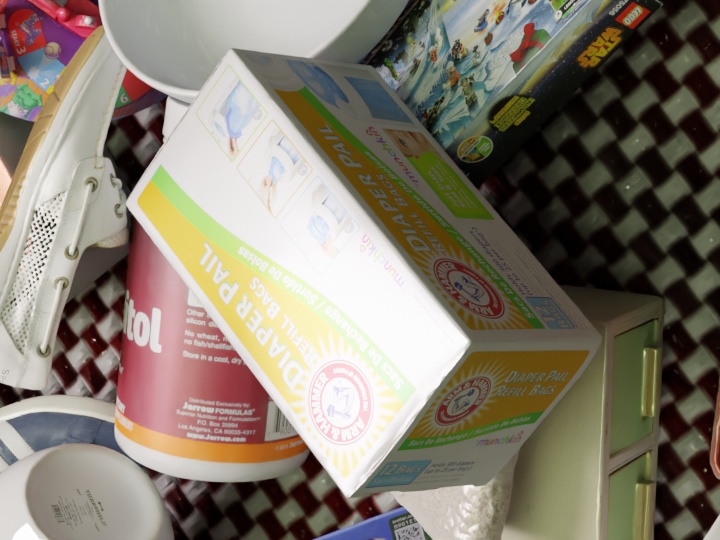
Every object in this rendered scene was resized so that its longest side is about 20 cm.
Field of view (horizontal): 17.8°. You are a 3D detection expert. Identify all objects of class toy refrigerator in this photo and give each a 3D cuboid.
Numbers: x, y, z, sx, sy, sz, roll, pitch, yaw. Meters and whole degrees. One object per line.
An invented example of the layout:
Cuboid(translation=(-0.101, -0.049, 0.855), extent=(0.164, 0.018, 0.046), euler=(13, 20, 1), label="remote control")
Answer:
Cuboid(translation=(0.115, 0.115, 1.202), extent=(0.070, 0.076, 0.201), euler=(7, 102, 29), label="toy refrigerator")

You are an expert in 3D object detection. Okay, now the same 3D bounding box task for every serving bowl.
Cuboid(translation=(-0.040, -0.169, 1.218), extent=(0.199, 0.066, 0.201), euler=(-15, 60, 28), label="serving bowl")

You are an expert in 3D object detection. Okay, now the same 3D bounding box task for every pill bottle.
Cuboid(translation=(-0.073, 0.006, 1.270), extent=(0.113, 0.113, 0.201), euler=(13, 105, 28), label="pill bottle")

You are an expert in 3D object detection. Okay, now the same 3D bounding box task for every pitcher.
Cuboid(translation=(-0.166, 0.208, 1.290), extent=(0.172, 0.121, 0.200), euler=(57, 139, 28), label="pitcher")

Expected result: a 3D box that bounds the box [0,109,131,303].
Cuboid(translation=(-0.243, -0.016, 1.374), extent=(0.200, 0.097, 0.125), euler=(-37, 80, 30), label="box")

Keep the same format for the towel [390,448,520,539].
Cuboid(translation=(0.032, 0.048, 1.203), extent=(0.200, 0.034, 0.133), euler=(44, 127, 57), label="towel")

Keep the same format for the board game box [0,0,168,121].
Cuboid(translation=(-0.159, -0.182, 1.276), extent=(0.157, 0.039, 0.201), euler=(-12, 94, -6), label="board game box")

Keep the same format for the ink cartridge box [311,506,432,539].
Cuboid(translation=(0.018, 0.231, 1.235), extent=(0.119, 0.042, 0.201), euler=(-18, 108, -11), label="ink cartridge box")

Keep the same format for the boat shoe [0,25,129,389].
Cuboid(translation=(-0.158, -0.032, 1.249), extent=(0.069, 0.071, 0.201), euler=(22, 89, -12), label="boat shoe")

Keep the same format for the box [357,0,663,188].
Cuboid(translation=(0.056, -0.119, 1.175), extent=(0.200, 0.040, 0.137), euler=(-45, 43, 29), label="box")

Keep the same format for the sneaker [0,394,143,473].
Cuboid(translation=(-0.218, 0.130, 1.358), extent=(0.199, 0.075, 0.085), euler=(-7, 52, 6), label="sneaker")

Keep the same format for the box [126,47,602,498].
Cuboid(translation=(0.000, 0.000, 1.092), extent=(0.200, 0.112, 0.101), euler=(51, 119, 27), label="box")

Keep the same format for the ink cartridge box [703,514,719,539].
Cuboid(translation=(0.234, 0.211, 1.102), extent=(0.200, 0.146, 0.084), euler=(28, 155, 22), label="ink cartridge box")

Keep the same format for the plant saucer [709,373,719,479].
Cuboid(translation=(0.277, 0.023, 1.113), extent=(0.199, 0.037, 0.201), euler=(12, 104, 28), label="plant saucer")
